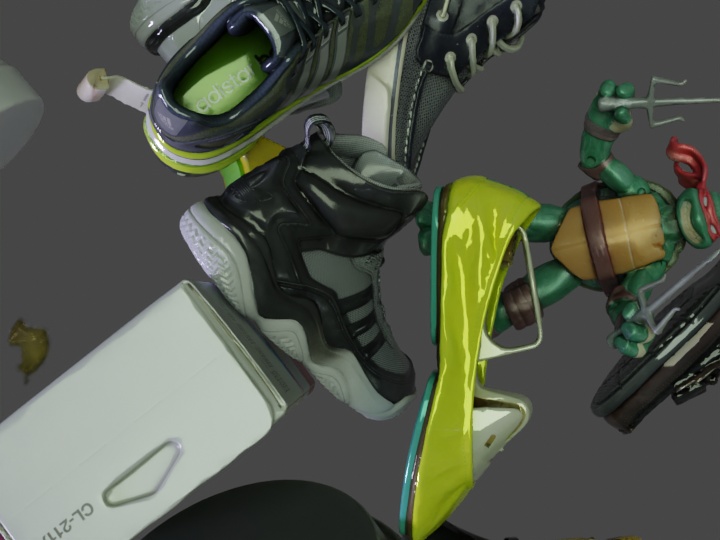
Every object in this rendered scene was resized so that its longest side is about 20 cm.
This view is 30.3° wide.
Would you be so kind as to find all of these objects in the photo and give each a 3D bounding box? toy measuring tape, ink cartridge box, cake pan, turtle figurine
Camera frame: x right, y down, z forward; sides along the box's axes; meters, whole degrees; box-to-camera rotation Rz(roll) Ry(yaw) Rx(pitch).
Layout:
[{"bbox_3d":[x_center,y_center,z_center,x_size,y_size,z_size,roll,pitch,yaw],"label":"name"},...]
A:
[{"bbox_3d":[-0.076,-0.044,0.763,0.198,0.073,0.074,25,88,-20],"label":"toy measuring tape"},{"bbox_3d":[-0.108,0.080,0.710,0.145,0.200,0.083,-38,87,0],"label":"ink cartridge box"},{"bbox_3d":[-0.065,0.184,0.711,0.198,0.201,0.037,-21,119,1],"label":"cake pan"},{"bbox_3d":[0.137,-0.018,0.760,0.198,0.101,0.151,-16,72,16],"label":"turtle figurine"}]

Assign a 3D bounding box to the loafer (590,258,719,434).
[{"bbox_3d":[0.220,0.027,0.771,0.063,0.072,0.200,44,86,-1],"label":"loafer"}]

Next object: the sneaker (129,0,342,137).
[{"bbox_3d":[-0.030,-0.166,0.785,0.199,0.075,0.115,-39,87,5],"label":"sneaker"}]

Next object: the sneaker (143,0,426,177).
[{"bbox_3d":[-0.032,-0.127,0.704,0.200,0.081,0.074,-43,91,-6],"label":"sneaker"}]

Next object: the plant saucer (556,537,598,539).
[{"bbox_3d":[0.077,0.234,0.670,0.200,0.048,0.200,-46,130,-2],"label":"plant saucer"}]

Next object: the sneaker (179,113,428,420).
[{"bbox_3d":[0.000,0.000,0.724,0.114,0.200,0.076,-43,43,3],"label":"sneaker"}]

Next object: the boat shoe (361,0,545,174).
[{"bbox_3d":[0.058,-0.136,0.777,0.092,0.075,0.203,8,87,10],"label":"boat shoe"}]

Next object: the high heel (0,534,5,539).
[{"bbox_3d":[-0.247,0.160,0.773,0.095,0.067,0.202,-18,82,-9],"label":"high heel"}]

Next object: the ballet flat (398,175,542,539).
[{"bbox_3d":[0.063,0.051,0.715,0.066,0.067,0.203,7,91,10],"label":"ballet flat"}]

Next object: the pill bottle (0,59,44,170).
[{"bbox_3d":[-0.283,-0.139,0.767,0.120,0.120,0.200,-43,87,-1],"label":"pill bottle"}]

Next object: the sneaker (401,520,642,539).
[{"bbox_3d":[0.119,0.181,0.770,0.199,0.070,0.090,34,83,-2],"label":"sneaker"}]
